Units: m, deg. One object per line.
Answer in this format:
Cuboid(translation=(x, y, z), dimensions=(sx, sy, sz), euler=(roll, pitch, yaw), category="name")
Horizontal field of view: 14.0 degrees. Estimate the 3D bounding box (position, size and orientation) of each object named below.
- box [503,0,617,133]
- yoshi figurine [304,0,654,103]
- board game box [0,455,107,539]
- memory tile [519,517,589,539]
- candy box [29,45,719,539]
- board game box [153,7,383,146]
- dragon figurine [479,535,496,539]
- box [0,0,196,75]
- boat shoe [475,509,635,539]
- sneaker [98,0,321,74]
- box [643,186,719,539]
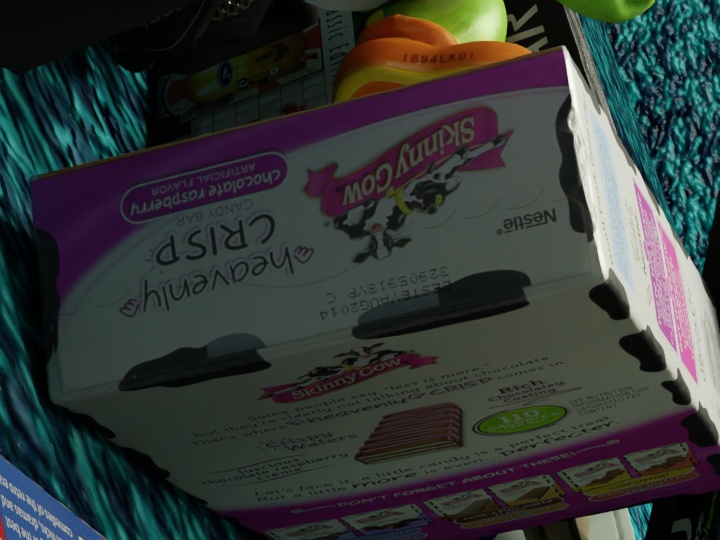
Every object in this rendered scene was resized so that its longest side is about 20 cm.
Cuboid(translation=(0.065, -0.047, 1.015), dimensions=(0.160, 0.043, 0.201), euler=(58, 15, -65), category="box")
Cuboid(translation=(0.045, -0.113, 0.796), dimensions=(0.112, 0.113, 0.200), euler=(32, 33, -10), category="yoshi figurine")
Cuboid(translation=(-0.036, 0.146, 0.499), dimensions=(0.152, 0.046, 0.201), euler=(52, 20, -61), category="board game box")
Cuboid(translation=(0.048, 0.023, 0.961), dimensions=(0.154, 0.017, 0.201), euler=(65, 10, -52), category="memory tile")
Cuboid(translation=(0.015, 0.018, 0.757), dimensions=(0.200, 0.136, 0.061), euler=(47, 32, -67), category="candy box")
Cuboid(translation=(-0.012, -0.060, 0.882), dimensions=(0.200, 0.104, 0.024), euler=(-96, 166, -57), category="board game box")
Cuboid(translation=(0.000, 0.000, 0.946), dimensions=(0.099, 0.059, 0.201), euler=(-42, 114, -83), category="dragon figurine")
Cuboid(translation=(-0.102, -0.158, 0.684), dimensions=(0.141, 0.079, 0.201), euler=(6, 63, -76), category="box")
Cuboid(translation=(0.059, 0.099, 1.053), dimensions=(0.200, 0.075, 0.061), euler=(-65, 176, -57), category="boat shoe")
Cuboid(translation=(-0.061, -0.134, 0.862), dimensions=(0.114, 0.076, 0.200), euler=(62, 15, -46), category="sneaker")
Cuboid(translation=(0.163, 0.064, 0.888), dimensions=(0.149, 0.124, 0.201), euler=(131, -28, -79), category="box")
